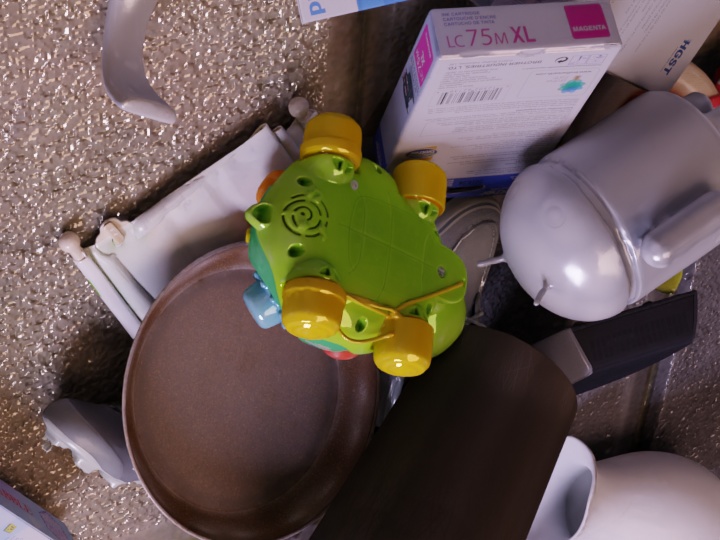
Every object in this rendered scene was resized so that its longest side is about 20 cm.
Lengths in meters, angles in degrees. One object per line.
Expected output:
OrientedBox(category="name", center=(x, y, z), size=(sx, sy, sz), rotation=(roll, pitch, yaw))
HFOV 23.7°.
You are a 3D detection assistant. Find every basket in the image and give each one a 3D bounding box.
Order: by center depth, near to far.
OrientedBox(category="basket", center=(0.057, 0.148, 1.145), size=(0.201, 0.135, 0.181), rotation=(-59, 179, -29))

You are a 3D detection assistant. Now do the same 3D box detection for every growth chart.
OrientedBox(category="growth chart", center=(-0.087, -0.025, 1.127), size=(0.199, 0.018, 0.145), rotation=(-33, 139, -10))

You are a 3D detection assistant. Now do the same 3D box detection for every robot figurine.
OrientedBox(category="robot figurine", center=(0.175, -0.042, 1.139), size=(0.199, 0.169, 0.114), rotation=(-32, 111, -15))

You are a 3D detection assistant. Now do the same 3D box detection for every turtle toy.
OrientedBox(category="turtle toy", center=(0.000, 0.000, 1.100), size=(0.199, 0.147, 0.101), rotation=(25, 150, -36))

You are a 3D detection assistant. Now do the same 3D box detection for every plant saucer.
OrientedBox(category="plant saucer", center=(-0.075, 0.080, 1.133), size=(0.199, 0.032, 0.202), rotation=(-3, 96, -35))

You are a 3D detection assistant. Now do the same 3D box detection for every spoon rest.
OrientedBox(category="spoon rest", center=(-0.098, -0.187, 0.960), size=(0.099, 0.060, 0.202), rotation=(15, 102, -45))

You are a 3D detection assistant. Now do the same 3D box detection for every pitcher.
OrientedBox(category="pitcher", center=(0.224, 0.230, 1.528), size=(0.199, 0.122, 0.172), rotation=(16, 136, -33))

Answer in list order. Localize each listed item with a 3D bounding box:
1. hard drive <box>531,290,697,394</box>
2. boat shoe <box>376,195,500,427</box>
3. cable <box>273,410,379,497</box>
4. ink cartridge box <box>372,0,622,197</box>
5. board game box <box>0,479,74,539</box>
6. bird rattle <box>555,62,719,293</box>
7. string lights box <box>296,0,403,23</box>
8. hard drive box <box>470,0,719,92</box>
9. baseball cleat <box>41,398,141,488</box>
OrientedBox(category="hard drive", center=(0.159, 0.071, 1.300), size=(0.134, 0.043, 0.200), rotation=(-14, 170, -28))
OrientedBox(category="boat shoe", center=(0.060, 0.039, 1.253), size=(0.070, 0.072, 0.202), rotation=(4, 122, -40))
OrientedBox(category="cable", center=(-0.034, 0.182, 1.246), size=(0.162, 0.051, 0.201), rotation=(11, 109, -41))
OrientedBox(category="ink cartridge box", center=(0.079, -0.105, 1.107), size=(0.118, 0.042, 0.200), rotation=(-5, 156, -15))
OrientedBox(category="board game box", center=(-0.311, 0.201, 1.102), size=(0.200, 0.041, 0.200), rotation=(-40, 139, 0))
OrientedBox(category="bird rattle", center=(0.227, -0.090, 1.257), size=(0.163, 0.113, 0.200), rotation=(34, 99, -30))
OrientedBox(category="string lights box", center=(0.056, -0.198, 0.964), size=(0.198, 0.103, 0.059), rotation=(-13, 111, 1))
OrientedBox(category="hard drive box", center=(0.164, -0.218, 1.109), size=(0.199, 0.077, 0.156), rotation=(18, 113, -44))
OrientedBox(category="baseball cleat", center=(-0.136, 0.105, 1.174), size=(0.107, 0.070, 0.200), rotation=(-50, 149, 0))
